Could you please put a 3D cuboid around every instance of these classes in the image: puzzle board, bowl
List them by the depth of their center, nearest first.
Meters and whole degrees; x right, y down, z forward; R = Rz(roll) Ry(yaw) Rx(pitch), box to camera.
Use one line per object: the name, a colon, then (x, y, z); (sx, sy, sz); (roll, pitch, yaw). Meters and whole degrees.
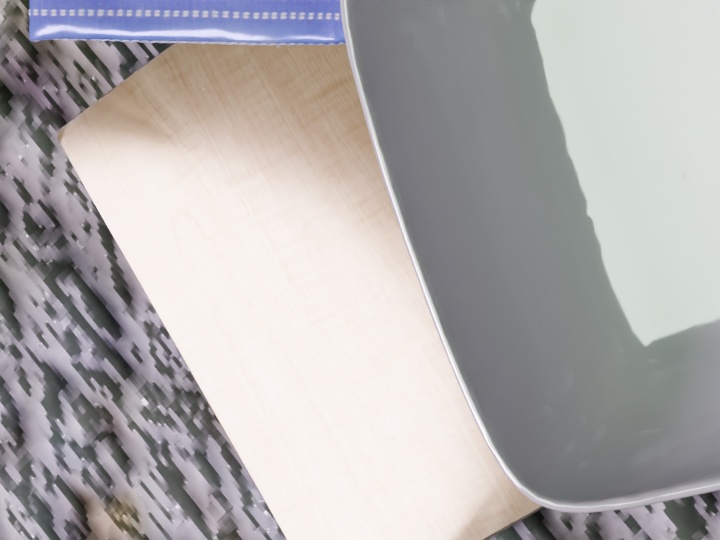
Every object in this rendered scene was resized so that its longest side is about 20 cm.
bowl: (0.112, -0.044, 0.788); (0.200, 0.075, 0.200); (-19, 91, 26)
puzzle board: (0.000, 0.000, 0.895); (0.151, 0.017, 0.200); (-33, 85, 28)

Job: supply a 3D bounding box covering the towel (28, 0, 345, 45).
towel: (-0.054, -0.174, 0.873); (0.144, 0.024, 0.201); (4, 98, 30)
